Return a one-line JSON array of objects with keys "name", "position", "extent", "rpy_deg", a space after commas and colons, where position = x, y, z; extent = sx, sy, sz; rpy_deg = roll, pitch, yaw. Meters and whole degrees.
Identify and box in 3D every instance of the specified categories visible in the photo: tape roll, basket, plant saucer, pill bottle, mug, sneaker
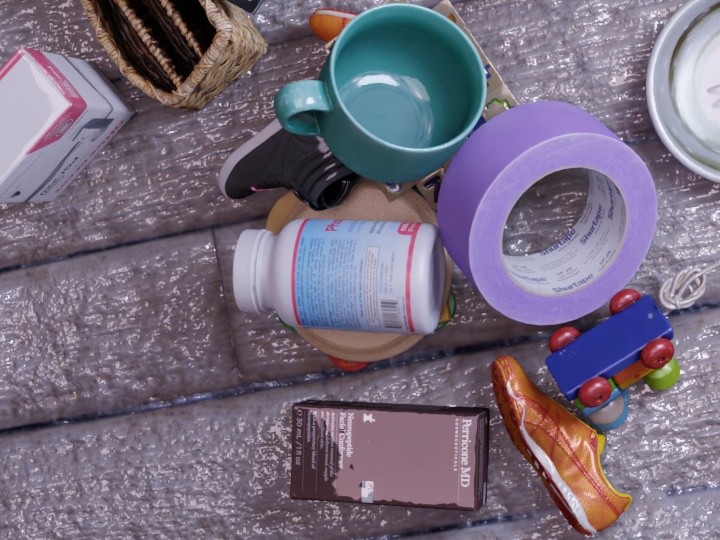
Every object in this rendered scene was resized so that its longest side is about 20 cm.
[{"name": "tape roll", "position": [0.180, -0.055, 1.607], "extent": [0.198, 0.085, 0.202], "rpy_deg": [-9, 119, -16]}, {"name": "basket", "position": [-0.215, -0.270, 1.727], "extent": [0.142, 0.149, 0.201], "rpy_deg": [-36, 83, 11]}, {"name": "plant saucer", "position": [0.380, -0.181, 1.632], "extent": [0.198, 0.050, 0.203], "rpy_deg": [0, 90, 14]}, {"name": "pill bottle", "position": [-0.021, 0.004, 1.652], "extent": [0.198, 0.109, 0.110], "rpy_deg": [3, 91, 13]}, {"name": "mug", "position": [0.018, -0.167, 1.589], "extent": [0.183, 0.114, 0.153], "rpy_deg": [23, 68, -6]}, {"name": "sneaker", "position": [-0.072, -0.093, 1.696], "extent": [0.200, 0.070, 0.100], "rpy_deg": [-35, 76, 45]}, {"name": "sneaker", "position": [0.029, -0.206, 1.698], "extent": [0.199, 0.073, 0.078], "rpy_deg": [30, 95, 12]}, {"name": "sneaker", "position": [0.198, 0.168, 1.680], "extent": [0.077, 0.073, 0.201], "rpy_deg": [-33, 87, -10]}]

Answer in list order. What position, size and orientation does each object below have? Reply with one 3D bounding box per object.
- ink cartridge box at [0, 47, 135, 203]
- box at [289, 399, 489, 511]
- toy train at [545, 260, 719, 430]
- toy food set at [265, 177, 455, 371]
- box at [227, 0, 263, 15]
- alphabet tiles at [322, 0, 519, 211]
[{"name": "ink cartridge box", "position": [-0.335, -0.146, 1.730], "extent": [0.085, 0.200, 0.146], "rpy_deg": [46, 100, 4]}, {"name": "box", "position": [0.030, 0.188, 1.709], "extent": [0.198, 0.075, 0.101], "rpy_deg": [1, 90, 12]}, {"name": "toy train", "position": [0.288, 0.075, 1.629], "extent": [0.199, 0.116, 0.085], "rpy_deg": [-32, 50, 5]}, {"name": "toy food set", "position": [0.000, 0.000, 1.727], "extent": [0.198, 0.049, 0.200], "rpy_deg": [-13, 87, 13]}, {"name": "box", "position": [-0.167, -0.371, 1.666], "extent": [0.199, 0.194, 0.048], "rpy_deg": [26, 137, -17]}, {"name": "alphabet tiles", "position": [0.057, -0.168, 1.663], "extent": [0.166, 0.006, 0.201], "rpy_deg": [-34, 94, 17]}]
